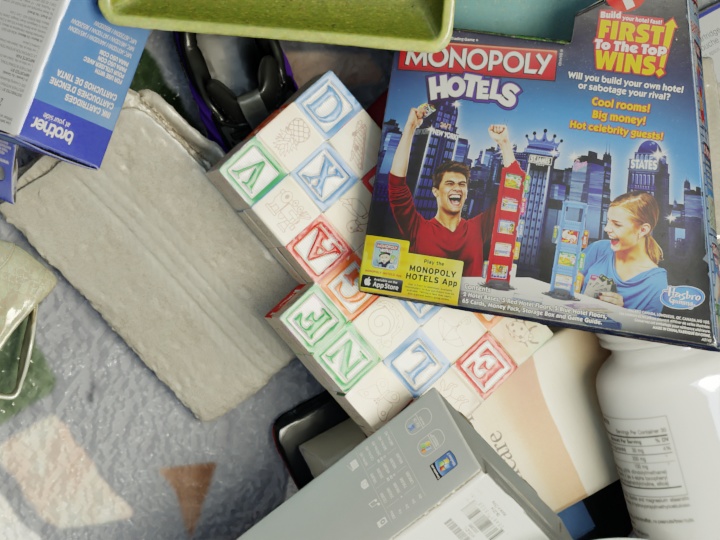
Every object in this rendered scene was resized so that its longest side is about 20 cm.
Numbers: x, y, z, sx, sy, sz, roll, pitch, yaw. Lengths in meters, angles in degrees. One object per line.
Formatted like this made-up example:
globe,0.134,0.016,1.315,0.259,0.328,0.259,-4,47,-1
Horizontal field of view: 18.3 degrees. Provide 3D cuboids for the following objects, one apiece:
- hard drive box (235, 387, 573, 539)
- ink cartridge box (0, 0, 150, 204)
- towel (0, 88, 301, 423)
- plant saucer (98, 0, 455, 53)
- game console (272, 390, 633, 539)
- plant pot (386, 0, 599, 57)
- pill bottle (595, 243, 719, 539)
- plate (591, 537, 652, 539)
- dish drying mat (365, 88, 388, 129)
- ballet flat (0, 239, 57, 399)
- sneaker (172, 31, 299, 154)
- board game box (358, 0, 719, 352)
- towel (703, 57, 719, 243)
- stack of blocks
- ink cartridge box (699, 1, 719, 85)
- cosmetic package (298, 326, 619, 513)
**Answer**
hard drive box,0.014,0.185,1.252,0.200,0.077,0.156,-38,132,6
ink cartridge box,-0.193,-0.144,1.292,0.076,0.136,0.201,24,87,-49
towel,-0.113,-0.010,1.344,0.132,0.035,0.200,-35,103,29
plant saucer,-0.035,-0.225,1.213,0.198,0.048,0.202,6,95,13
game console,0.066,0.128,1.420,0.199,0.031,0.178,-28,99,-10
plant pot,0.076,-0.177,1.312,0.199,0.200,0.136,-6,88,-11
pill bottle,0.201,0.094,1.289,0.113,0.113,0.201,-18,99,-10
plate,0.113,0.214,1.244,0.199,0.026,0.201,-9,131,-10
dish drying mat,0.003,-0.045,1.399,0.077,0.018,0.200,44,85,-1
ballet flat,-0.240,0.080,1.337,0.062,0.067,0.201,26,88,-22
sneaker,-0.062,-0.085,1.337,0.069,0.100,0.201,-26,92,-4
board game box,0.114,-0.070,1.217,0.199,0.062,0.201,9,87,14
towel,0.138,-0.055,1.371,0.198,0.035,0.133,-8,73,-7
stack of blocks,0.000,0.000,1.277,0.115,0.059,0.200,-42,98,-9
ink cartridge box,0.215,-0.049,1.421,0.197,0.047,0.201,-28,70,-8
cosmetic package,0.076,0.108,1.366,0.199,0.087,0.104,-29,96,-9
